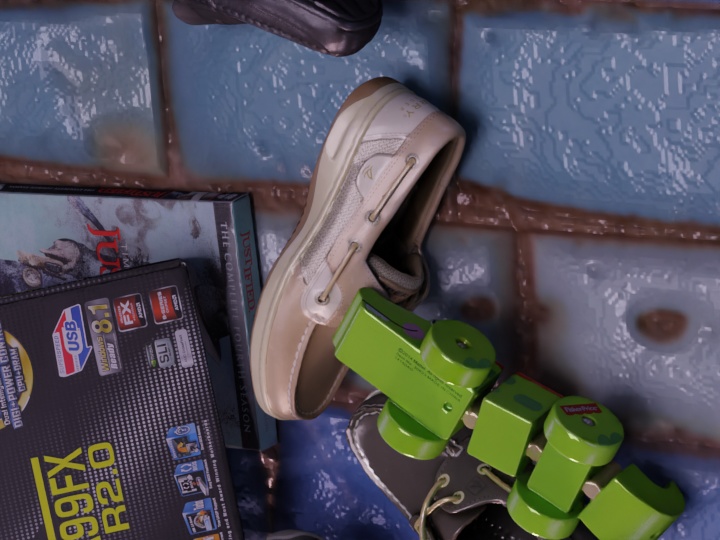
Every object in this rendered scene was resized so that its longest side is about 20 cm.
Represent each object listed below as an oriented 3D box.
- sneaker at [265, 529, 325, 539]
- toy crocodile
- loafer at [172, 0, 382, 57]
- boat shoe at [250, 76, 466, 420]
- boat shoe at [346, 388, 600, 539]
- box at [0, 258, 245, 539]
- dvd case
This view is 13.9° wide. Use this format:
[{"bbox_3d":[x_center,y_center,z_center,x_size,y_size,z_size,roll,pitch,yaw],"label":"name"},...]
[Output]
[{"bbox_3d":[-0.020,0.237,1.569,0.075,0.079,0.200,-14,93,39],"label":"sneaker"},{"bbox_3d":[0.074,0.075,1.498,0.200,0.062,0.068,32,122,15],"label":"toy crocodile"},{"bbox_3d":[-0.069,-0.158,1.545,0.201,0.068,0.070,33,129,30],"label":"loafer"},{"bbox_3d":[0.000,0.000,1.541,0.065,0.072,0.200,32,115,26],"label":"boat shoe"},{"bbox_3d":[0.067,0.129,1.536,0.202,0.060,0.072,37,123,21],"label":"boat shoe"},{"bbox_3d":[-0.152,0.106,1.603,0.160,0.044,0.200,-11,92,-5],"label":"box"},{"bbox_3d":[-0.138,0.024,1.678,0.200,0.022,0.146,4,107,34],"label":"dvd case"}]
